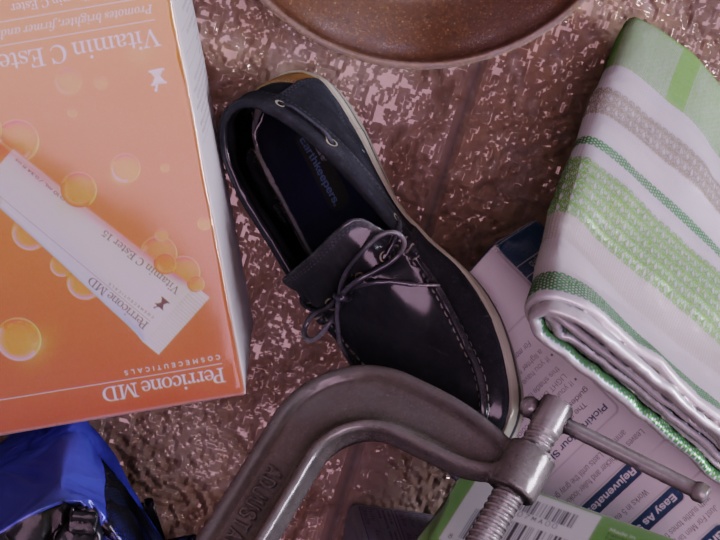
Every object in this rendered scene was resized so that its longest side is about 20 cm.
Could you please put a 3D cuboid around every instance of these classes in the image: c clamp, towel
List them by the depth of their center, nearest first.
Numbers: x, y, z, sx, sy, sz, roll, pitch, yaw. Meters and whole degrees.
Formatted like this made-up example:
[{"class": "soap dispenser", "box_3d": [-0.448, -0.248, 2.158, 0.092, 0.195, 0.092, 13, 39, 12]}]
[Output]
[{"class": "c clamp", "box_3d": [0.015, 0.120, 0.722, 0.171, 0.027, 0.200, 31, 72, 21]}, {"class": "towel", "box_3d": [0.152, -0.010, 0.793, 0.149, 0.200, 0.031, 39, 136, -16]}]

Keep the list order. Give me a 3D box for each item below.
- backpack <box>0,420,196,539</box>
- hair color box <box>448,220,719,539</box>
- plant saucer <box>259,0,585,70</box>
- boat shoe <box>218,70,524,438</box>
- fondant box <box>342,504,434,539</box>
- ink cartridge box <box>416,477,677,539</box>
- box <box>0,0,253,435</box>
[{"class": "backpack", "box_3d": [-0.130, 0.178, 0.811, 0.162, 0.168, 0.200, -30, 109, 8]}, {"class": "hair color box", "box_3d": [0.110, 0.085, 0.825, 0.200, 0.060, 0.100, 46, 118, 9]}, {"class": "plant saucer", "box_3d": [0.028, -0.189, 0.793, 0.199, 0.037, 0.201, -1, 115, -3]}, {"class": "boat shoe", "box_3d": [0.000, 0.000, 0.794, 0.075, 0.062, 0.200, -38, 77, 30]}, {"class": "fondant box", "box_3d": [0.080, 0.206, 0.907, 0.199, 0.058, 0.145, 8, 103, -11]}, {"class": "ink cartridge box", "box_3d": [0.077, 0.192, 0.805, 0.103, 0.059, 0.201, 18, 130, 21]}, {"class": "box", "box_3d": [-0.125, -0.044, 0.785, 0.124, 0.098, 0.201, -10, 106, 1]}]
